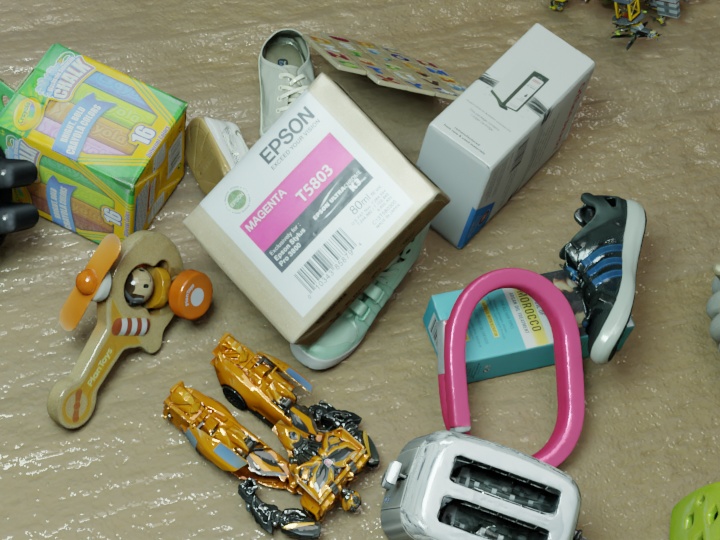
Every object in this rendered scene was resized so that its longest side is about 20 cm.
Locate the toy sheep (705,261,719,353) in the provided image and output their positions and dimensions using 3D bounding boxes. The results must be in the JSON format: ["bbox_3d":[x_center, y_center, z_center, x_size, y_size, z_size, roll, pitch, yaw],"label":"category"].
[{"bbox_3d":[0.416,0.052,1.386,0.136,0.138,0.202,-4,71,-13],"label":"toy sheep"}]

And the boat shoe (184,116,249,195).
[{"bbox_3d":[-0.113,-0.070,1.395,0.069,0.071,0.202,-9,70,-41],"label":"boat shoe"}]

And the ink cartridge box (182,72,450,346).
[{"bbox_3d":[-0.042,-0.056,1.287,0.165,0.075,0.200,45,97,11],"label":"ink cartridge box"}]

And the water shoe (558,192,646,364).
[{"bbox_3d":[0.232,0.008,1.358,0.078,0.072,0.201,16,50,4],"label":"water shoe"}]

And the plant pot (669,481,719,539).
[{"bbox_3d":[0.394,0.280,1.206,0.197,0.182,0.202,11,55,-3],"label":"plant pot"}]

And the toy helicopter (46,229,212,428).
[{"bbox_3d":[-0.233,0.051,1.270,0.078,0.132,0.201,17,70,35],"label":"toy helicopter"}]

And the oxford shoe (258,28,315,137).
[{"bbox_3d":[-0.074,-0.182,1.482,0.074,0.058,0.202,-3,60,-15],"label":"oxford shoe"}]

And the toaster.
[{"bbox_3d":[0.115,0.214,1.210,0.198,0.129,0.115,20,77,2],"label":"toaster"}]

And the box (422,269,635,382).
[{"bbox_3d":[0.170,0.053,1.384,0.198,0.049,0.083,-11,61,-17],"label":"box"}]

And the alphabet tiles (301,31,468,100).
[{"bbox_3d":[0.031,-0.222,1.477,0.165,0.006,0.200,8,20,-23],"label":"alphabet tiles"}]

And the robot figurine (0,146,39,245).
[{"bbox_3d":[-0.407,-0.071,1.292,0.197,0.125,0.152,0,59,10],"label":"robot figurine"}]

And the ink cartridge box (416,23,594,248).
[{"bbox_3d":[0.147,-0.143,1.447,0.084,0.147,0.200,36,58,14],"label":"ink cartridge box"}]

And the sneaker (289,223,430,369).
[{"bbox_3d":[0.000,0.000,1.344,0.073,0.119,0.201,33,59,9],"label":"sneaker"}]

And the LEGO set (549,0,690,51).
[{"bbox_3d":[0.322,-0.342,1.653,0.153,0.117,0.200,14,46,34],"label":"LEGO set"}]

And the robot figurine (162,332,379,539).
[{"bbox_3d":[-0.079,0.154,1.265,0.199,0.058,0.145,35,59,13],"label":"robot figurine"}]

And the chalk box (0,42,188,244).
[{"bbox_3d":[-0.289,-0.129,1.366,0.198,0.125,0.124,24,56,6],"label":"chalk box"}]

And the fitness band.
[{"bbox_3d":[0.146,0.099,1.312,0.142,0.037,0.203,-1,83,-16],"label":"fitness band"}]
